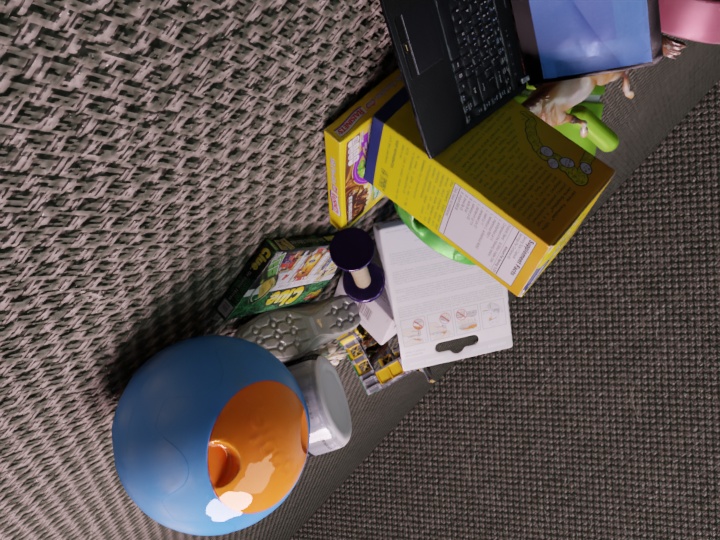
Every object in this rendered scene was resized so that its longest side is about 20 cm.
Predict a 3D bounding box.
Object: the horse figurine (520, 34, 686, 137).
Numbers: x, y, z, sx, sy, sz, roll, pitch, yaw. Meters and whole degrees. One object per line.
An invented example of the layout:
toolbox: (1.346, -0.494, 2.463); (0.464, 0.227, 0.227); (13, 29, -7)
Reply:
horse figurine: (0.231, -0.190, 0.826); (0.200, 0.050, 0.132); (-40, 150, 25)

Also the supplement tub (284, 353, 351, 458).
supplement tub: (-0.122, 0.189, 1.002); (0.200, 0.123, 0.123); (-20, 168, 11)

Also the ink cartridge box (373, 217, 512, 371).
ink cartridge box: (0.113, 0.020, 1.061); (0.160, 0.200, 0.047); (-12, -165, -8)

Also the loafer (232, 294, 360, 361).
loafer: (-0.085, 0.078, 1.013); (0.200, 0.070, 0.070); (-11, 171, -45)

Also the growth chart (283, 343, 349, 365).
growth chart: (-0.085, 0.137, 1.119); (0.145, 0.018, 0.200); (-18, 169, -2)

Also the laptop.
laptop: (0.132, -0.203, 0.637); (0.200, 0.103, 0.177); (-38, 129, -20)

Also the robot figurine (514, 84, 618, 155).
robot figurine: (0.250, -0.188, 1.030); (0.116, 0.175, 0.200); (1, 106, -16)

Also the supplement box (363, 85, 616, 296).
supplement box: (0.115, -0.091, 0.754); (0.110, 0.200, 0.109); (-46, 166, -22)

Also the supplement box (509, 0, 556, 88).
supplement box: (0.190, -0.271, 0.789); (0.110, 0.086, 0.200); (-45, 165, 4)

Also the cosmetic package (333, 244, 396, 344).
cosmetic package: (0.073, 0.000, 1.151); (0.200, 0.108, 0.085); (-35, 162, -28)

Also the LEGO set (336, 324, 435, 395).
LEGO set: (0.054, 0.122, 1.333); (0.116, 0.154, 0.200); (-31, 161, 15)

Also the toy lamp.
toy lamp: (0.000, 0.000, 0.977); (0.058, 0.058, 0.200); (-43, 167, -8)

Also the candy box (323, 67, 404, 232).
candy box: (0.008, -0.118, 0.827); (0.102, 0.026, 0.200); (-45, 166, -16)

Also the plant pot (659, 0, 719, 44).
plant pot: (0.413, -0.387, 0.911); (0.200, 0.200, 0.179); (-35, 146, -31)

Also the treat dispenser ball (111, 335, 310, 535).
treat dispenser ball: (-0.152, 0.167, 0.819); (0.201, 0.201, 0.201); (-41, 164, -14)

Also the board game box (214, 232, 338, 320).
board game box: (-0.079, 0.003, 0.925); (0.105, 0.023, 0.200); (-49, 165, 22)

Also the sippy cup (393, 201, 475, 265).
sippy cup: (0.127, -0.098, 0.904); (0.130, 0.140, 0.178); (-53, -174, 30)
